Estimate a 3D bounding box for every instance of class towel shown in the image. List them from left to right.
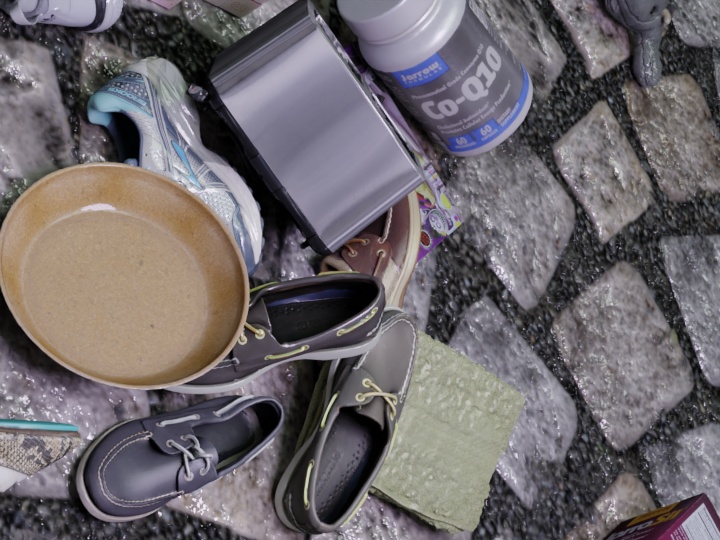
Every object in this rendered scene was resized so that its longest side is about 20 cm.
[{"bbox_3d":[0.043,0.128,1.765,0.199,0.036,0.149,27,81,-28],"label":"towel"}]

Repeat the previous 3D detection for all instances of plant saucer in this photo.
[{"bbox_3d":[-0.184,0.010,1.585,0.198,0.035,0.202,12,55,-17],"label":"plant saucer"}]

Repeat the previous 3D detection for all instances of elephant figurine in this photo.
[{"bbox_3d":[0.309,-0.338,2.304,0.154,0.142,0.201,25,64,-1],"label":"elephant figurine"}]

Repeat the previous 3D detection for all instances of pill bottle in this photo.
[{"bbox_3d":[0.068,-0.207,1.931,0.200,0.113,0.115,46,40,-41],"label":"pill bottle"}]

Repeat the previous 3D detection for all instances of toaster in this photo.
[{"bbox_3d":[-0.044,-0.122,1.729,0.181,0.118,0.200,54,6,-10],"label":"toaster"}]

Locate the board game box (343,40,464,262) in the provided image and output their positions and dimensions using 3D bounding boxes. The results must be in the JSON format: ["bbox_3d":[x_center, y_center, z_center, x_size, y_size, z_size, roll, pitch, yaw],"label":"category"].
[{"bbox_3d":[0.012,-0.103,1.914,0.120,0.032,0.201,-39,100,-46],"label":"board game box"}]

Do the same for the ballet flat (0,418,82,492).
[{"bbox_3d":[-0.289,0.123,1.436,0.199,0.068,0.076,18,78,-35],"label":"ballet flat"}]

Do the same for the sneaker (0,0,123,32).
[{"bbox_3d":[-0.267,-0.286,1.664,0.115,0.075,0.202,-14,84,-53],"label":"sneaker"}]

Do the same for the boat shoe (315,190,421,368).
[{"bbox_3d":[0.000,0.000,1.805,0.072,0.072,0.202,21,69,-25],"label":"boat shoe"}]

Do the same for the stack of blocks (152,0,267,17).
[{"bbox_3d":[-0.160,-0.292,1.800,0.199,0.058,0.116,23,54,-39],"label":"stack of blocks"}]

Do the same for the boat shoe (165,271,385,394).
[{"bbox_3d":[-0.076,0.043,1.639,0.199,0.061,0.072,-13,58,-17],"label":"boat shoe"}]

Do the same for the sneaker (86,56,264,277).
[{"bbox_3d":[-0.156,-0.071,1.686,0.086,0.078,0.201,-29,85,-39],"label":"sneaker"}]

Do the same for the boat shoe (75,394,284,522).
[{"bbox_3d":[-0.135,0.135,1.589,0.199,0.062,0.073,-19,84,-51],"label":"boat shoe"}]

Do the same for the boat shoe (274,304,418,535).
[{"bbox_3d":[0.000,0.122,1.683,0.072,0.060,0.203,32,77,-24],"label":"boat shoe"}]

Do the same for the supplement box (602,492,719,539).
[{"bbox_3d":[0.254,0.293,1.899,0.200,0.110,0.086,-31,93,-51],"label":"supplement box"}]
